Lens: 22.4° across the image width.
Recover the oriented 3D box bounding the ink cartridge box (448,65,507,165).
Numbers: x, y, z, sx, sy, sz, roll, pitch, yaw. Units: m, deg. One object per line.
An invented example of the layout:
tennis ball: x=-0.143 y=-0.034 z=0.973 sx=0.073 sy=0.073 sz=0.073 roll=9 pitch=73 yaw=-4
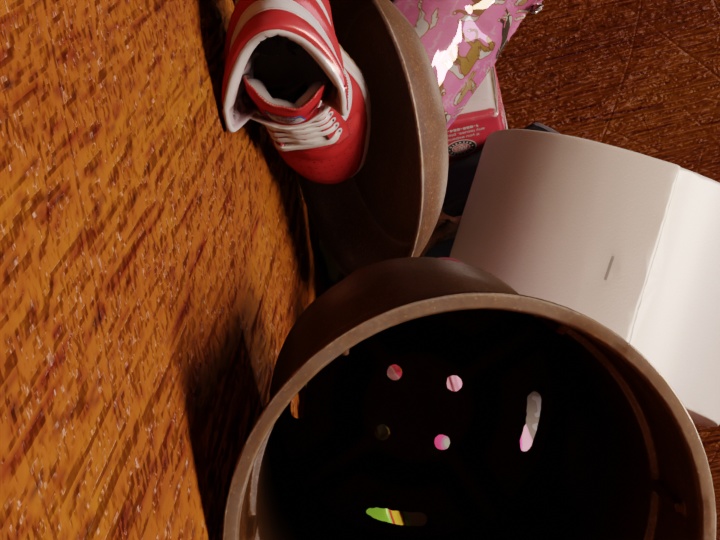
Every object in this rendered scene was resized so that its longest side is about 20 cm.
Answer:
ink cartridge box: x=0.044 y=-0.081 z=1.391 sx=0.201 sy=0.146 sz=0.086 roll=69 pitch=11 yaw=-56

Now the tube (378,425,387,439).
tube: x=0.023 y=0.106 z=1.334 sx=0.058 sy=0.052 sz=0.200 roll=36 pitch=-6 yaw=20

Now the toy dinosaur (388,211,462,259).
toy dinosaur: x=0.013 y=0.033 z=1.189 sx=0.200 sy=0.058 sz=0.102 roll=-60 pitch=163 yaw=-50

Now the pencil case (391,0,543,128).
pencil case: x=0.052 y=-0.150 z=1.257 sx=0.201 sy=0.086 sz=0.083 roll=-55 pitch=158 yaw=-9

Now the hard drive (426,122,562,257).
hard drive: x=0.101 y=-0.026 z=1.359 sx=0.043 sy=0.134 sz=0.201 roll=60 pitch=-7 yaw=31

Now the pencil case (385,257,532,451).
pencil case: x=0.060 y=0.094 z=1.076 sx=0.088 sy=0.087 sz=0.201 roll=-89 pitch=159 yaw=-67

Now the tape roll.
tape roll: x=0.157 y=0.007 z=1.189 sx=0.203 sy=0.201 sz=0.140 roll=45 pitch=63 yaw=-80

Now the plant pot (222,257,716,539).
plant pot: x=0.036 y=0.085 z=0.812 sx=0.198 sy=0.198 sz=0.202 roll=-111 pitch=-172 yaw=-76

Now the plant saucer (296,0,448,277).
plant saucer: x=0.007 y=-0.089 z=1.134 sx=0.200 sy=0.036 sz=0.203 roll=168 pitch=-90 yaw=-68

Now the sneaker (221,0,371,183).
sneaker: x=-0.034 y=-0.092 z=1.010 sx=0.201 sy=0.070 sz=0.113 roll=72 pitch=10 yaw=-49

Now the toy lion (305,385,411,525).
toy lion: x=0.013 y=0.155 z=1.078 sx=0.200 sy=0.068 sz=0.193 roll=68 pitch=5 yaw=-65

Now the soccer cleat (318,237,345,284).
soccer cleat: x=-0.001 y=0.000 z=1.310 sx=0.200 sy=0.064 sz=0.084 roll=73 pitch=36 yaw=-77

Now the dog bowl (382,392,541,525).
dog bowl: x=0.089 y=0.163 z=1.201 sx=0.059 sy=0.199 sz=0.202 roll=-29 pitch=112 yaw=-47
